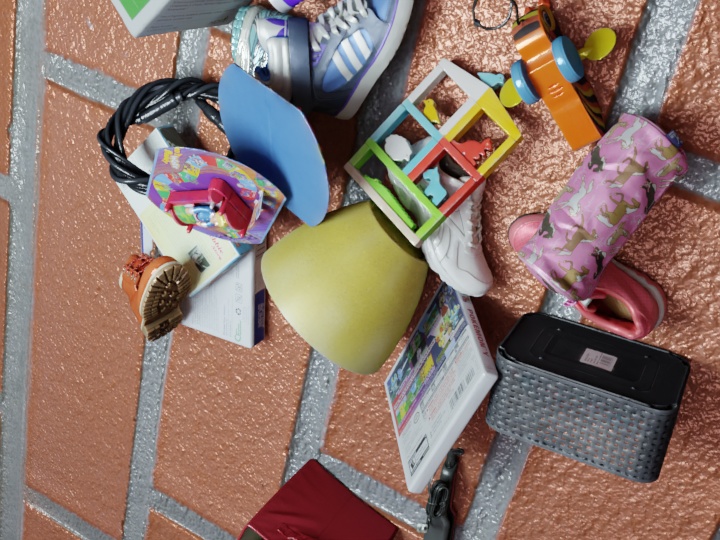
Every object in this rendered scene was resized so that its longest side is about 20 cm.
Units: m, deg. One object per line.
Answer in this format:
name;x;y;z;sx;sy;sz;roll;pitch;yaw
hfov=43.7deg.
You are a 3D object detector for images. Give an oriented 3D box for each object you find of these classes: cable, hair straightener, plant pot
cable;-0.234;-0.169;1.141;0.196;0.051;0.166;9;82;-6
hair straightener;0.108;0.323;1.196;0.040;0.077;0.203;21;118;22
plant pot;0.000;0.000;1.074;0.200;0.200;0.142;47;109;5

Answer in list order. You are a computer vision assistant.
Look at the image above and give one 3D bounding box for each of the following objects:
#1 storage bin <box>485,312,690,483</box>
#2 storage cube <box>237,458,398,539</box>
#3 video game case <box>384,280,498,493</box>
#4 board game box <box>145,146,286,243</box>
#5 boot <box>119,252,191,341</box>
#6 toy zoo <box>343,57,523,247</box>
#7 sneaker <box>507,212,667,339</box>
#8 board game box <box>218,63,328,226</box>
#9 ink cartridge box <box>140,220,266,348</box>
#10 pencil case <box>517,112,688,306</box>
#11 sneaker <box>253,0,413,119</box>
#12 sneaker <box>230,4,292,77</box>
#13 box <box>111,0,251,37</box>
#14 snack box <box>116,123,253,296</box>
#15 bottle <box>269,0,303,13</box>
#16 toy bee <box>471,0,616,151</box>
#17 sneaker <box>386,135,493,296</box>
storage bin;0.253;0.136;1.005;0.197;0.135;0.095;16;117;22
storage cube;-0.078;0.415;1.274;0.170;0.179;0.202;35;121;12
video game case;0.091;0.133;1.086;0.023;0.184;0.202;14;124;-20
board game box;-0.180;-0.070;1.063;0.156;0.040;0.200;21;153;-11
boot;-0.289;0.015;1.218;0.108;0.074;0.200;57;152;11
toy zoo;0.090;-0.143;1.008;0.200;0.020;0.132;-45;72;10
sneaker;0.246;0.004;0.989;0.199;0.087;0.074;35;121;13
board game box;-0.088;-0.151;1.028;0.199;0.039;0.160;38;147;31
ink cartridge box;-0.222;-0.010;1.270;0.197;0.040;0.203;15;115;24
pencil case;0.249;-0.062;0.923;0.201;0.082;0.087;-53;38;7
sneaker;-0.040;-0.268;1.006;0.144;0.081;0.201;16;129;-23
sneaker;-0.111;-0.220;1.106;0.085;0.078;0.204;9;113;22
box;-0.203;-0.401;1.010;0.170;0.200;0.201;-33;92;32
snack box;-0.241;-0.080;1.208;0.116;0.037;0.202;-34;88;34
bottle;-0.023;-0.360;0.990;0.198;0.066;0.083;-30;124;28
toy bee;0.199;-0.230;0.929;0.129;0.110;0.202;-4;132;21
sneaker;0.112;-0.067;1.044;0.098;0.078;0.202;-27;96;30
